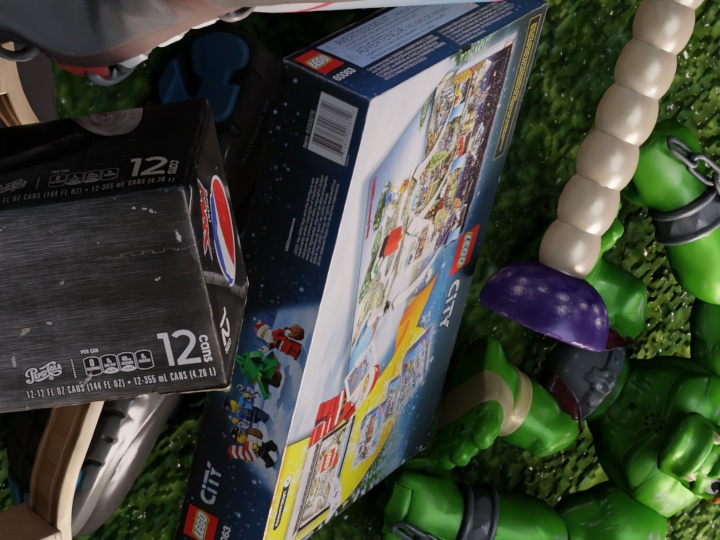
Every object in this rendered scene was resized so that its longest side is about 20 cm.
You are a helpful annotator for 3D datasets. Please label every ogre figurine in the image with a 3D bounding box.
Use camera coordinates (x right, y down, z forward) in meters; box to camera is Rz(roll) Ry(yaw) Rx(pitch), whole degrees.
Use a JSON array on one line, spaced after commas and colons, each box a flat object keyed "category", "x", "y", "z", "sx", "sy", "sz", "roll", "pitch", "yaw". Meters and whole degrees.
[{"category": "ogre figurine", "x": 0.105, "y": 0.048, "z": 1.169, "sx": 0.120, "sy": 0.098, "sz": 0.200, "roll": 33, "pitch": 73, "yaw": -21}]

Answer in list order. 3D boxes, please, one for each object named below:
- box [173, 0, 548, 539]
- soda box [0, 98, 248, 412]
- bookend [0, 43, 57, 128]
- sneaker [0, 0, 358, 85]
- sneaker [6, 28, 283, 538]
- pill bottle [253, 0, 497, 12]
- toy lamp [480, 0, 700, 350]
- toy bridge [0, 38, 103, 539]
[{"category": "box", "x": 0.000, "y": 0.000, "z": 1.045, "sx": 0.137, "sy": 0.038, "sz": 0.200, "roll": -33, "pitch": 143, "yaw": -55}, {"category": "soda box", "x": -0.138, "y": 0.003, "z": 0.854, "sx": 0.199, "sy": 0.063, "sz": 0.071, "roll": -7, "pitch": 116, "yaw": 8}, {"category": "bookend", "x": -0.124, "y": -0.094, "z": 0.948, "sx": 0.200, "sy": 0.092, "sz": 0.199, "roll": -20, "pitch": 121, "yaw": -29}, {"category": "sneaker", "x": -0.064, "y": -0.095, "z": 0.826, "sx": 0.082, "sy": 0.199, "sz": 0.077, "roll": 78, "pitch": 31, "yaw": -42}, {"category": "sneaker", "x": -0.061, "y": 0.015, "z": 1.049, "sx": 0.082, "sy": 0.073, "sz": 0.200, "roll": 24, "pitch": 95, "yaw": -40}, {"category": "pill bottle", "x": 0.022, "y": -0.139, "z": 0.913, "sx": 0.200, "sy": 0.109, "sz": 0.109, "roll": -10, "pitch": 117, "yaw": -56}, {"category": "toy lamp", "x": 0.104, "y": -0.072, "z": 1.073, "sx": 0.058, "sy": 0.058, "sz": 0.200, "roll": 18, "pitch": 96, "yaw": -38}, {"category": "toy bridge", "x": -0.110, "y": 0.014, "z": 0.929, "sx": 0.067, "sy": 0.027, "sz": 0.201, "roll": -22, "pitch": 123, "yaw": -30}]
